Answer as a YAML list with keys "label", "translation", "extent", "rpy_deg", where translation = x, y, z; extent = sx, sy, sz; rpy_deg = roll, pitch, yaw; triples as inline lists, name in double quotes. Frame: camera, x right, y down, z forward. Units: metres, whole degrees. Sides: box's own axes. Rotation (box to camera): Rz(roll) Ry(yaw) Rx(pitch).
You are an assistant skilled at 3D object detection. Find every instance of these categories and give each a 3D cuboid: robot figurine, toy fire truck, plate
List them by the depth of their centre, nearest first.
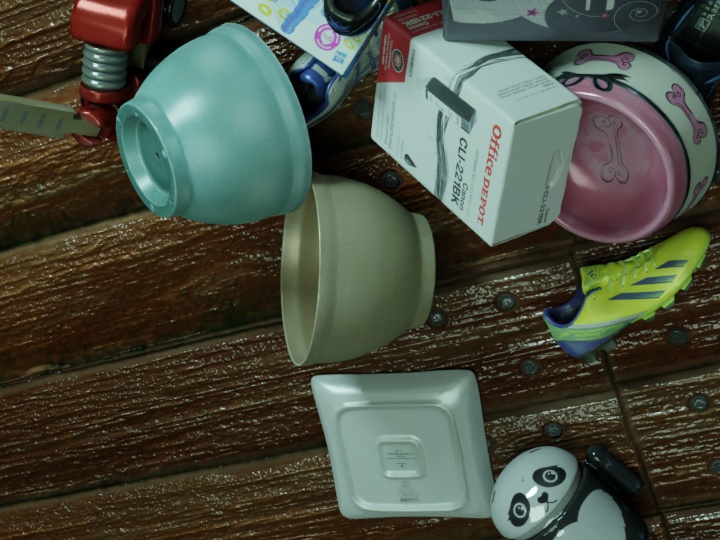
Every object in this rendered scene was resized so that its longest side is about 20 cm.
- label: "toy fire truck"
  translation: [-0.274, -0.205, 1.345]
  extent: [0.128, 0.200, 0.177]
  rpy_deg: [16, 119, 8]
- label: "robot figurine"
  translation: [0.236, 0.285, 1.478]
  extent: [0.200, 0.150, 0.125]
  rpy_deg: [43, 132, -7]
- label: "plate"
  translation: [0.049, 0.211, 1.552]
  extent: [0.198, 0.032, 0.201]
  rpy_deg: [-4, 115, 18]

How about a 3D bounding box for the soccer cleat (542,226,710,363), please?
- label: "soccer cleat"
  translation: [0.270, 0.015, 1.371]
  extent: [0.084, 0.065, 0.200]
  rpy_deg: [44, 119, -5]

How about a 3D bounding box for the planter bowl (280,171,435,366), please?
- label: "planter bowl"
  translation: [0.000, 0.000, 1.387]
  extent: [0.134, 0.201, 0.201]
  rpy_deg: [2, 119, -14]

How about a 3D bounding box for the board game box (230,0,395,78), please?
- label: "board game box"
  translation: [-0.043, -0.319, 1.261]
  extent: [0.199, 0.056, 0.196]
  rpy_deg: [33, 96, -2]

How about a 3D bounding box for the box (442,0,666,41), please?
- label: "box"
  translation: [0.171, -0.282, 1.178]
  extent: [0.198, 0.115, 0.132]
  rpy_deg: [1, 156, 5]

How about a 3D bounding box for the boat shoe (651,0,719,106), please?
- label: "boat shoe"
  translation: [0.306, -0.206, 1.248]
  extent: [0.084, 0.069, 0.201]
  rpy_deg: [18, 119, 8]

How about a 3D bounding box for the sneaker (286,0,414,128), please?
- label: "sneaker"
  translation: [-0.019, -0.208, 1.334]
  extent: [0.075, 0.088, 0.200]
  rpy_deg: [38, 118, -2]

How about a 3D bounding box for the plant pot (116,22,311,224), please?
- label: "plant pot"
  translation: [-0.159, -0.129, 1.332]
  extent: [0.200, 0.134, 0.201]
  rpy_deg: [40, 143, 39]

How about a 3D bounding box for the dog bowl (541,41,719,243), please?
- label: "dog bowl"
  translation: [0.235, -0.113, 1.274]
  extent: [0.199, 0.074, 0.201]
  rpy_deg: [22, 136, 23]

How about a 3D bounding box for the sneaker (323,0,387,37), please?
- label: "sneaker"
  translation: [0.022, -0.304, 1.193]
  extent: [0.070, 0.078, 0.201]
  rpy_deg: [20, 96, 0]

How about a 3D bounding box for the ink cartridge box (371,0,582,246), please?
- label: "ink cartridge box"
  translation: [0.104, -0.141, 1.259]
  extent: [0.200, 0.083, 0.145]
  rpy_deg: [45, 144, 36]
